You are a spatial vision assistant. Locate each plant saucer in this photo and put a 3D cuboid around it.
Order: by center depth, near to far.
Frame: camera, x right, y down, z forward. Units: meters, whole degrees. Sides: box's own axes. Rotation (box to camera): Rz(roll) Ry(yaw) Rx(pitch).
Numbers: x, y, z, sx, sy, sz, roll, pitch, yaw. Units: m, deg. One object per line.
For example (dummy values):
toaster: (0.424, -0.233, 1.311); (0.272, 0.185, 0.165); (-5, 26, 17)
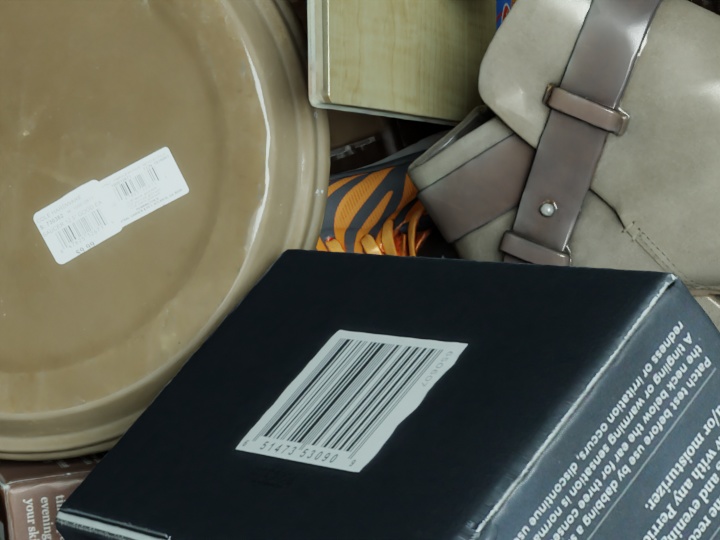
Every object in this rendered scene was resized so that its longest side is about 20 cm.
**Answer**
plant saucer: (-0.110, -0.038, 0.854); (0.199, 0.029, 0.201); (0, 89, 4)

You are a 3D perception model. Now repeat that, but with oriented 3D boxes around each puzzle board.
puzzle board: (0.024, -0.148, 0.869); (0.150, 0.017, 0.201); (3, 86, -57)

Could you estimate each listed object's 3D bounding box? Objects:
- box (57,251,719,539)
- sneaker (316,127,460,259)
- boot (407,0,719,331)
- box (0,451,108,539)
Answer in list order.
box: (0.050, 0.106, 0.770); (0.124, 0.200, 0.197); (-48, 116, -21)
sneaker: (0.000, 0.000, 0.888); (0.199, 0.112, 0.078); (-25, 104, -13)
boot: (0.112, -0.046, 0.788); (0.146, 0.070, 0.200); (41, 111, 3)
box: (-0.029, 0.101, 0.914); (0.199, 0.075, 0.101); (-6, 98, -15)
